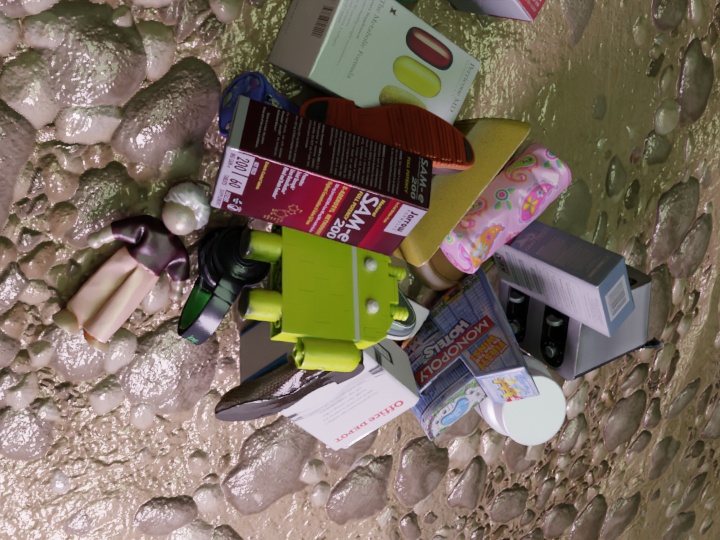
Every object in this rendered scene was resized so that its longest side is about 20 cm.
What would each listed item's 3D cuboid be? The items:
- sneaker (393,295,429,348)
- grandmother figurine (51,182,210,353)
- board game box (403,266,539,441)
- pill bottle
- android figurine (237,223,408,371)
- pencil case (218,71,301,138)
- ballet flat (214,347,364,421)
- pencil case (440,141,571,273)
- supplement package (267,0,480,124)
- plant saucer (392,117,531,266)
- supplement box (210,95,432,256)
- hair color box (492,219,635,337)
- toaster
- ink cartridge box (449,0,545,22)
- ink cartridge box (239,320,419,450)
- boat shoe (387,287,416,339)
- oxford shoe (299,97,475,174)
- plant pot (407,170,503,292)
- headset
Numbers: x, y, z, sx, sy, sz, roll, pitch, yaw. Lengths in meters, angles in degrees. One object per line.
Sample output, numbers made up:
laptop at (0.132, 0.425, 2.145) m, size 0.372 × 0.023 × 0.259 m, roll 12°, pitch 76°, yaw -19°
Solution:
sneaker at (0.012, 0.055, 0.930) m, size 0.198 × 0.072 × 0.086 m, roll 29°, pitch 92°, yaw -40°
grandmother figurine at (-0.231, -0.008, 0.753) m, size 0.201 × 0.060 × 0.121 m, roll -51°, pitch 136°, yaw 0°
board game box at (0.140, 0.121, 0.945) m, size 0.198 × 0.201 × 0.062 m, roll -38°, pitch 124°, yaw 1°
pill bottle at (0.212, 0.169, 1.019) m, size 0.109 × 0.200 × 0.117 m, roll -2°, pitch 100°, yaw -10°
android figurine at (-0.033, 0.015, 0.744) m, size 0.195 × 0.041 × 0.188 m, roll 10°, pitch 68°, yaw -29°
pencil case at (-0.066, -0.140, 0.783) m, size 0.198 × 0.085 × 0.080 m, roll 29°, pitch 70°, yaw -39°
ballet flat at (-0.084, 0.123, 0.801) m, size 0.196 × 0.047 × 0.067 m, roll -26°, pitch 152°, yaw 19°
pencil case at (0.191, -0.087, 0.947) m, size 0.199 × 0.087 × 0.088 m, roll -41°, pitch 127°, yaw -11°
supplement package at (0.018, -0.232, 0.780) m, size 0.197 × 0.109 × 0.116 m, roll 19°, pitch 101°, yaw -37°
plant saucer at (0.088, -0.110, 0.843) m, size 0.048 × 0.200 × 0.201 m, roll 39°, pitch 87°, yaw -17°
supplement box at (-0.039, -0.085, 0.685) m, size 0.194 × 0.109 × 0.063 m, roll 15°, pitch 62°, yaw -15°
hair color box at (0.267, -0.001, 0.957) m, size 0.060 × 0.199 × 0.100 m, roll -42°, pitch 130°, yaw -15°
toaster at (0.332, 0.058, 1.073) m, size 0.195 × 0.180 × 0.122 m, roll -17°, pitch 119°, yaw -25°
ink cartridge box at (0.179, -0.397, 0.786) m, size 0.082 × 0.145 × 0.203 m, roll 28°, pitch 95°, yaw -37°
ink cartridge box at (-0.038, 0.126, 0.894) m, size 0.144 × 0.086 × 0.200 m, roll -32°, pitch 131°, yaw 16°
boat shoe at (0.000, 0.000, 0.828) m, size 0.200 × 0.062 × 0.073 m, roll 46°, pitch 44°, yaw -6°
oxford shoe at (0.025, -0.128, 0.741) m, size 0.194 × 0.073 × 0.073 m, roll 9°, pitch 146°, yaw -14°
plant pot at (0.149, -0.060, 0.998) m, size 0.195 × 0.027 × 0.206 m, roll -14°, pitch 118°, yaw -27°
headset at (-0.152, -0.021, 0.769) m, size 0.093 × 0.123 × 0.204 m, roll 33°, pitch 79°, yaw -21°
